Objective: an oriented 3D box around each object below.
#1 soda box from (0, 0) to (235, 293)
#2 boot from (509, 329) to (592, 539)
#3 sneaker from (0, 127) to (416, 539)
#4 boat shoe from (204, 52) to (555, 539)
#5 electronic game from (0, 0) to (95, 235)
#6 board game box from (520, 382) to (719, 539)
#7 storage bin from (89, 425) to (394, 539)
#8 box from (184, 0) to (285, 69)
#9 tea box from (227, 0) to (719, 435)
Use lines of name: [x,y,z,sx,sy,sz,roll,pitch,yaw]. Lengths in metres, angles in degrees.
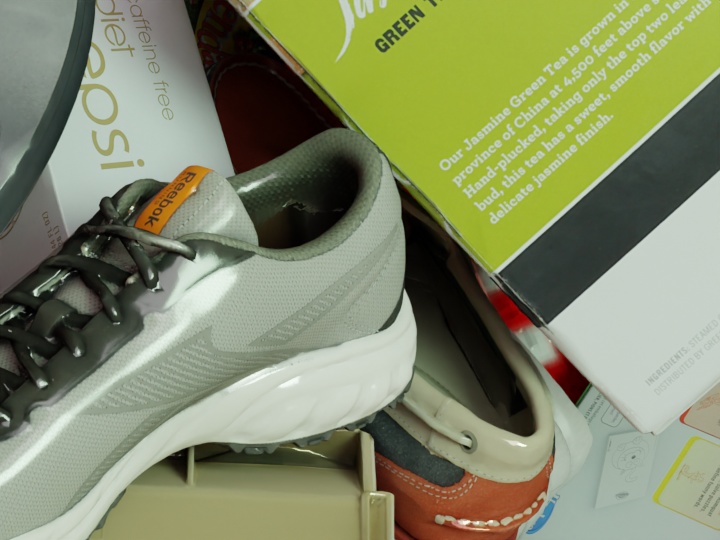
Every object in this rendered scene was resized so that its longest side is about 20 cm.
soda box: [-0.093,-0.066,0.811,0.064,0.068,0.200,-6,73,-37]
boot: [-0.022,0.027,0.897,0.200,0.074,0.096,37,40,16]
sneaker: [-0.069,0.018,0.697,0.200,0.079,0.074,-25,43,-36]
boat shoe: [0.000,0.000,0.833,0.071,0.063,0.200,-10,52,-26]
electronic game: [-0.160,-0.045,0.740,0.200,0.042,0.200,-15,52,20]
board game box: [0.163,0.071,0.880,0.200,0.040,0.153,23,69,35]
storage bin: [-0.093,0.137,0.705,0.200,0.094,0.199,3,52,-4]
box: [-0.072,-0.152,0.925,0.137,0.038,0.200,25,69,-26]
tea box: [0.052,-0.088,0.831,0.134,0.200,0.197,-42,107,5]
